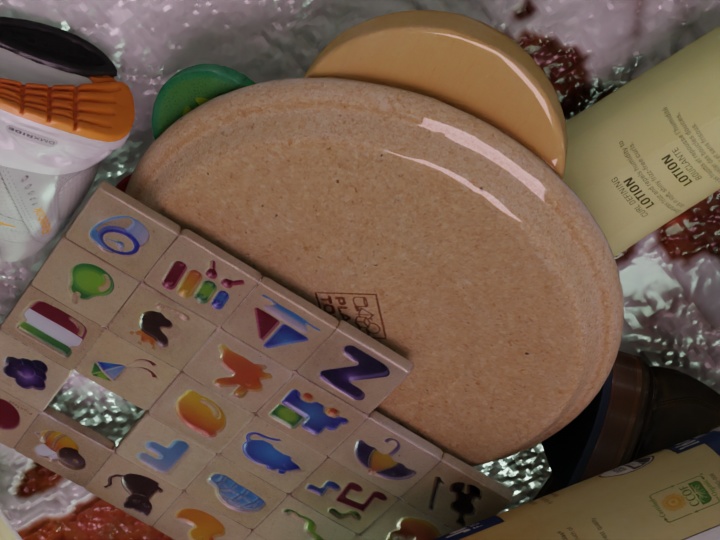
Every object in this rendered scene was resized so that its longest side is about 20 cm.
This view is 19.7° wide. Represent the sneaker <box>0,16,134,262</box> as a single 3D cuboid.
[{"bbox_3d":[-0.186,-0.052,0.734,0.199,0.076,0.092,18,125,-17],"label":"sneaker"}]

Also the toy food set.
[{"bbox_3d":[0.000,0.000,0.774,0.197,0.049,0.201,-11,128,26],"label":"toy food set"}]

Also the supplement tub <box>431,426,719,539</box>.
[{"bbox_3d":[0.086,0.155,0.778,0.199,0.145,0.145,-20,125,-7],"label":"supplement tub"}]

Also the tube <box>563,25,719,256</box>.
[{"bbox_3d":[0.074,-0.020,0.800,0.199,0.058,0.052,-32,166,24],"label":"tube"}]

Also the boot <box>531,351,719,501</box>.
[{"bbox_3d":[0.110,0.130,0.890,0.096,0.075,0.201,14,120,-12],"label":"boot"}]

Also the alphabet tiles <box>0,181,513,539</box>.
[{"bbox_3d":[-0.047,0.062,0.809,0.199,0.008,0.167,31,136,-12],"label":"alphabet tiles"}]

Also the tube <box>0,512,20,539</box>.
[{"bbox_3d":[-0.222,0.149,0.868,0.200,0.052,0.058,-42,123,20],"label":"tube"}]
